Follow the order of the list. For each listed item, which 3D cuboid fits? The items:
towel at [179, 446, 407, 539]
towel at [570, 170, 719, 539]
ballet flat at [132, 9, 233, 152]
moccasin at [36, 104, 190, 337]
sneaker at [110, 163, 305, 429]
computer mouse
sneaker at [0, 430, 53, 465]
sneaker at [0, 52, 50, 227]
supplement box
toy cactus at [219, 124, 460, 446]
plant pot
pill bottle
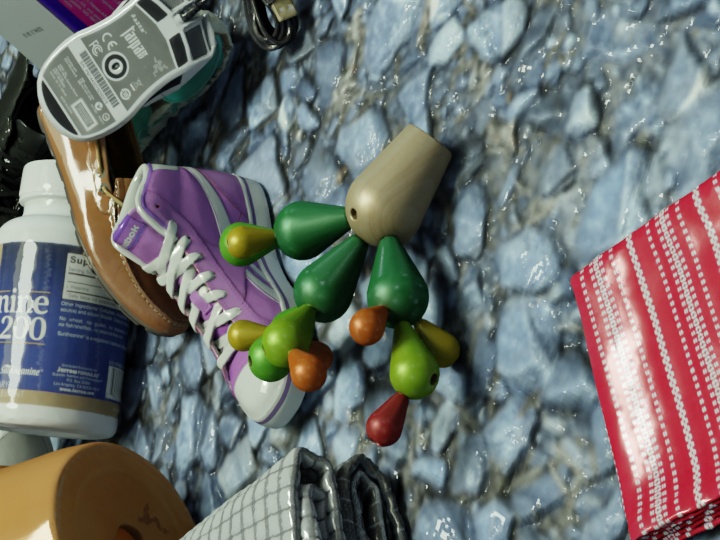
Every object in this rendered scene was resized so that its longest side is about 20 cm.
[{"bbox_3d":[-0.039,0.221,0.775,0.165,0.085,0.203,-38,48,41],"label":"towel"},{"bbox_3d":[0.167,0.017,0.588,0.200,0.022,0.146,-40,48,43],"label":"towel"},{"bbox_3d":[-0.157,-0.152,1.083,0.199,0.071,0.073,-34,53,44],"label":"ballet flat"},{"bbox_3d":[-0.165,-0.049,1.029,0.077,0.073,0.204,-27,72,18],"label":"moccasin"},{"bbox_3d":[-0.105,0.013,0.908,0.073,0.113,0.202,-51,43,30],"label":"sneaker"},{"bbox_3d":[-0.139,-0.164,0.984,0.198,0.110,0.044,-31,6,15],"label":"computer mouse"},{"bbox_3d":[-0.277,0.212,1.135,0.080,0.076,0.203,21,106,56],"label":"sneaker"},{"bbox_3d":[-0.315,-0.109,1.299,0.104,0.059,0.203,-18,62,57],"label":"sneaker"},{"bbox_3d":[-0.196,-0.258,1.076,0.101,0.103,0.202,-5,50,55],"label":"supplement box"},{"bbox_3d":[0.000,0.000,0.798,0.166,0.102,0.200,-55,34,0],"label":"toy cactus"},{"bbox_3d":[-0.196,0.204,0.927,0.139,0.199,0.202,-32,53,27],"label":"plant pot"},{"bbox_3d":[-0.231,0.023,1.088,0.110,0.110,0.203,-12,70,53],"label":"pill bottle"}]
